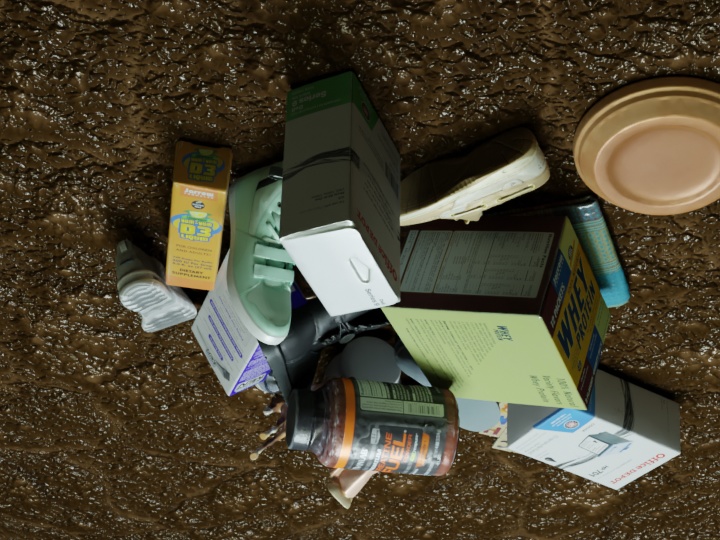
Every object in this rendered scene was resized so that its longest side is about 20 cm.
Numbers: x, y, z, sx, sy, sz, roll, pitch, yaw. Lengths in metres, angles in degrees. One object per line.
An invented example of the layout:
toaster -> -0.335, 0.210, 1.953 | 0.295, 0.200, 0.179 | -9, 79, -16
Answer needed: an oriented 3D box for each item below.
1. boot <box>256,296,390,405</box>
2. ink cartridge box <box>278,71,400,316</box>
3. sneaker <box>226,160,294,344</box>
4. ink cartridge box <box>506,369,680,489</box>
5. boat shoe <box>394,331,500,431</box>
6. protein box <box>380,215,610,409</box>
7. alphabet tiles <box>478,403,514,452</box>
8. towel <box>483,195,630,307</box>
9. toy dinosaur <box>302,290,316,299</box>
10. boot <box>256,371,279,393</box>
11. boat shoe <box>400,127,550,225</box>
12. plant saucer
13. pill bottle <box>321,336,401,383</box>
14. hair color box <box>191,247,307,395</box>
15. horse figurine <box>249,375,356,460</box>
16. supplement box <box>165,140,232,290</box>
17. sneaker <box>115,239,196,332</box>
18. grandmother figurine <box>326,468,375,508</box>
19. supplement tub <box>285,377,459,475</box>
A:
boot -> -0.035, 0.082, 1.490 | 0.166, 0.077, 0.201 | -24, 153, -6
ink cartridge box -> -0.018, -0.078, 1.284 | 0.083, 0.202, 0.146 | -13, 141, 18
sneaker -> -0.089, -0.027, 1.366 | 0.073, 0.204, 0.117 | 7, 157, -42
ink cartridge box -> 0.324, 0.215, 1.724 | 0.198, 0.087, 0.146 | 24, 140, -19
boat shoe -> 0.116, 0.124, 1.624 | 0.070, 0.092, 0.200 | -31, 124, 22
protein box -> 0.163, 0.048, 1.450 | 0.197, 0.136, 0.199 | 2, 145, 30
alphabet tiles -> 0.272, 0.224, 1.819 | 0.164, 0.006, 0.201 | 13, 143, -9
towel -> 0.238, -0.013, 1.494 | 0.144, 0.022, 0.201 | -9, 140, 20
toy dinosaur -> 0.000, 0.000, 1.529 | 0.106, 0.061, 0.200 | 36, 127, -12
boot -> -0.102, 0.128, 1.657 | 0.072, 0.091, 0.201 | -22, 148, -19
boat shoe -> 0.118, -0.086, 1.367 | 0.198, 0.075, 0.069 | -20, 131, 30
plant saucer -> 0.326, -0.123, 1.318 | 0.196, 0.038, 0.201 | 4, 144, 3
pill bottle -> -0.004, 0.180, 1.710 | 0.110, 0.114, 0.201 | 10, 144, -6
hair color box -> -0.143, 0.060, 1.564 | 0.064, 0.110, 0.201 | -19, 158, -34
horse figurine -> -0.066, 0.178, 1.603 | 0.199, 0.132, 0.050 | -30, 97, 36
supplement box -> -0.192, -0.061, 1.453 | 0.065, 0.070, 0.201 | 8, 142, -5
sneaker -> -0.260, 0.019, 1.575 | 0.074, 0.083, 0.200 | -18, 160, -2
grandmother figurine -> 0.039, 0.232, 1.661 | 0.200, 0.121, 0.061 | -45, 96, 4
supplement tub -> 0.012, 0.185, 1.475 | 0.196, 0.108, 0.107 | 6, 145, -12
